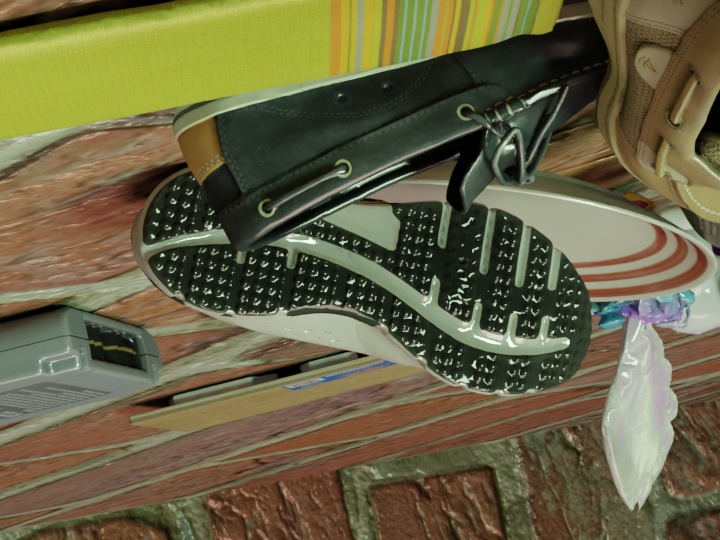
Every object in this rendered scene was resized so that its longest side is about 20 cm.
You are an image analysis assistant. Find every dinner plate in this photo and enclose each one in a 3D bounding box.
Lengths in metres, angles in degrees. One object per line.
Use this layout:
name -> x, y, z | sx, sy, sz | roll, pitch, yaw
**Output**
dinner plate -> 0.055, -0.019, 1.141 | 0.199, 0.024, 0.200 | 7, 169, 1

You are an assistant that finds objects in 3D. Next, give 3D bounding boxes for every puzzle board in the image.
puzzle board -> -0.058, 0.087, 1.956 | 0.199, 0.018, 0.151 | -15, 171, 11

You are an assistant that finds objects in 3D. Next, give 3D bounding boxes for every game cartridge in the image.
game cartridge -> -0.191, 0.056, 1.411 | 0.133, 0.041, 0.200 | -17, 172, 7

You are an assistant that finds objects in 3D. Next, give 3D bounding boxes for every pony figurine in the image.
pony figurine -> 0.158, 0.006, 1.309 | 0.199, 0.167, 0.193 | -12, 141, 23

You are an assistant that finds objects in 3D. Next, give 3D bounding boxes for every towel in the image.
towel -> -0.035, -0.072, 0.787 | 0.199, 0.018, 0.086 | -12, 167, -4

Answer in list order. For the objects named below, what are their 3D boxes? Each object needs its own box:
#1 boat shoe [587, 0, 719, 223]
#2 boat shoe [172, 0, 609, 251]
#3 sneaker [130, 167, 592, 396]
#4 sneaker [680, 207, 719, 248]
boat shoe -> 0.115, -0.050, 0.823 | 0.071, 0.065, 0.200 | -34, 157, 3
boat shoe -> 0.038, -0.052, 0.884 | 0.199, 0.063, 0.075 | -14, 171, -4
sneaker -> 0.000, 0.000, 1.075 | 0.199, 0.074, 0.080 | 17, 174, -16
sneaker -> 0.178, -0.056, 1.034 | 0.079, 0.079, 0.200 | -21, -179, -12
